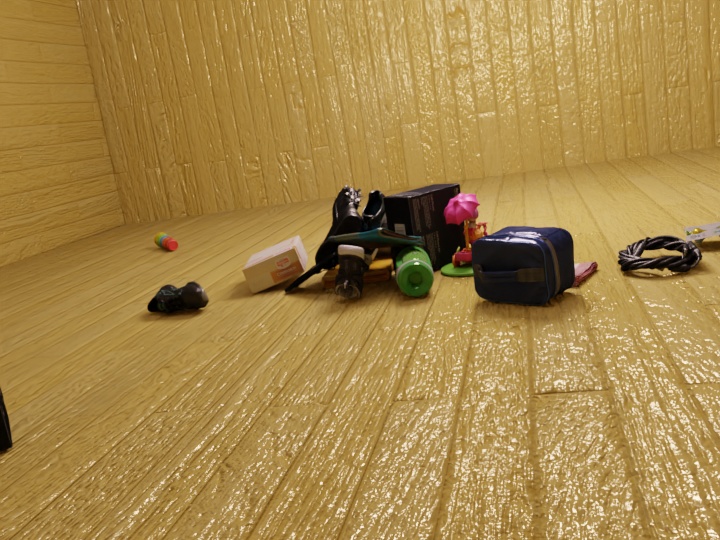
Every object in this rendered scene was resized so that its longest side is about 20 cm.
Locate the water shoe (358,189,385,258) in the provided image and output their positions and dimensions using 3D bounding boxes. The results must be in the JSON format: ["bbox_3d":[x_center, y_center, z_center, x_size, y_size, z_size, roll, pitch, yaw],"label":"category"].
[{"bbox_3d":[0.016,-0.115,1.856,0.071,0.202,0.079,9,-19,22],"label":"water shoe"}]

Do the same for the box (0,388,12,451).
[{"bbox_3d":[-0.654,0.226,1.084,0.199,0.126,0.148,-16,14,-26],"label":"box"}]

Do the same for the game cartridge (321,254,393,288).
[{"bbox_3d":[0.000,0.000,1.866,0.175,0.033,0.200,-7,10,9],"label":"game cartridge"}]

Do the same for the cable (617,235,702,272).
[{"bbox_3d":[0.631,-0.030,1.515,0.162,0.051,0.200,-11,14,17],"label":"cable"}]

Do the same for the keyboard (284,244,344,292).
[{"bbox_3d":[-0.100,0.001,1.785,0.199,0.040,0.104,-34,7,36],"label":"keyboard"}]

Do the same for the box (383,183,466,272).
[{"bbox_3d":[0.170,-0.108,1.820,0.181,0.202,0.104,-17,14,-34],"label":"box"}]

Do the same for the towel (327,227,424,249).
[{"bbox_3d":[0.035,-0.075,1.708,0.146,0.022,0.199,9,-8,-38],"label":"towel"}]

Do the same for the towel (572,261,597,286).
[{"bbox_3d":[0.402,0.005,1.562,0.199,0.023,0.144,0,14,35],"label":"towel"}]

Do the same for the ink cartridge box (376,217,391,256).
[{"bbox_3d":[0.067,-0.086,1.962,0.198,0.088,0.145,-2,-11,23],"label":"ink cartridge box"}]

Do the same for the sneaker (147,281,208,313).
[{"bbox_3d":[-0.456,0.079,1.779,0.199,0.076,0.079,-7,24,42],"label":"sneaker"}]

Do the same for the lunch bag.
[{"bbox_3d":[0.313,-0.011,1.426,0.199,0.137,0.132,2,16,44],"label":"lunch bag"}]

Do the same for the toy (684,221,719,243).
[{"bbox_3d":[0.834,-0.083,1.587,0.198,0.048,0.115,-7,15,25],"label":"toy"}]

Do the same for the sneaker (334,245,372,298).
[{"bbox_3d":[-0.021,0.011,1.674,0.075,0.115,0.200,7,-8,9],"label":"sneaker"}]

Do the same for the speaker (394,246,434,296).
[{"bbox_3d":[0.123,-0.001,1.642,0.088,0.089,0.200,-8,12,4],"label":"speaker"}]

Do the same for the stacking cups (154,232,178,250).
[{"bbox_3d":[-0.782,-0.118,2.889,0.060,0.061,0.199,-16,15,-29],"label":"stacking cups"}]

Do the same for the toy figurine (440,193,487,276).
[{"bbox_3d":[0.272,-0.100,1.749,0.149,0.186,0.200,0,14,34],"label":"toy figurine"}]

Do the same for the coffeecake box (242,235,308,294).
[{"bbox_3d":[-0.228,-0.020,1.935,0.152,0.074,0.200,-23,12,4],"label":"coffeecake box"}]

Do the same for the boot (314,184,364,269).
[{"bbox_3d":[-0.057,-0.119,1.882,0.073,0.199,0.163,24,29,-20],"label":"boot"}]
